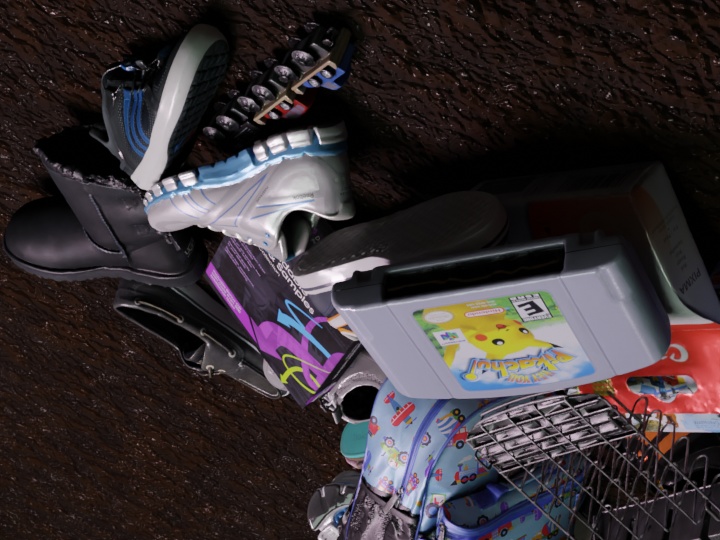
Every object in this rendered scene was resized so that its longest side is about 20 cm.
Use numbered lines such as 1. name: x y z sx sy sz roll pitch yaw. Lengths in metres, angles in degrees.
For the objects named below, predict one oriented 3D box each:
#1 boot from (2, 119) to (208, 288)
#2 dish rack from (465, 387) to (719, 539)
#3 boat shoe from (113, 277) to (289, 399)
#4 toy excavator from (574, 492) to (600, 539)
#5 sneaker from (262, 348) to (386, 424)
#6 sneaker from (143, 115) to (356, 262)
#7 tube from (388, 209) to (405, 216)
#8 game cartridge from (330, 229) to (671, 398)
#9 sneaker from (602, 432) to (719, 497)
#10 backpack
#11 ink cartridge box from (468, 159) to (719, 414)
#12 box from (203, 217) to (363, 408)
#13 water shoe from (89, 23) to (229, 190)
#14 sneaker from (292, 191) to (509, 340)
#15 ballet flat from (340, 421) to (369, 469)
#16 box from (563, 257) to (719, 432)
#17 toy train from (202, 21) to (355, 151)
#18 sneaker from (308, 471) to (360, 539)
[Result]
1. boot: -0.223 -0.056 1.583 0.197 0.074 0.163 8 152 18
2. dish rack: 0.180 0.144 1.405 0.153 0.055 0.200 -23 125 42
3. boat shoe: -0.140 0.062 1.737 0.200 0.057 0.068 39 151 -24
4. toy excavator: 0.131 0.193 1.702 0.200 0.100 0.194 45 148 -17
5. sneaker: -0.018 0.090 1.648 0.199 0.082 0.075 -5 140 46
6. sneaker: -0.081 -0.043 1.411 0.199 0.075 0.087 -17 90 44
7. tube: 0.000 0.000 1.517 0.052 0.058 0.200 -12 171 -25
8. game cartridge: 0.096 0.035 1.276 0.199 0.041 0.133 -10 147 22
9. sneaker: 0.234 0.139 1.500 0.199 0.090 0.070 7 148 34
10. backpack: 0.088 0.147 1.510 0.134 0.182 0.201 39 132 40
11. ink cartridge box: 0.167 0.026 1.333 0.162 0.050 0.201 -4 116 47
12. box: -0.054 0.016 1.537 0.143 0.036 0.200 53 153 9
13. water shoe: -0.154 -0.124 1.400 0.079 0.072 0.200 37 149 2
14. sneaker: 0.042 0.002 1.341 0.199 0.078 0.080 -12 119 51
15. ballet flat: 0.053 0.148 1.724 0.071 0.070 0.200 17 163 -23
16. box: 0.218 0.057 1.400 0.199 0.038 0.137 -5 130 46
17. toy train: -0.055 -0.123 1.351 0.046 0.034 0.200 30 154 -16
18. sneaker: 0.059 0.214 1.674 0.199 0.087 0.075 20 109 6
